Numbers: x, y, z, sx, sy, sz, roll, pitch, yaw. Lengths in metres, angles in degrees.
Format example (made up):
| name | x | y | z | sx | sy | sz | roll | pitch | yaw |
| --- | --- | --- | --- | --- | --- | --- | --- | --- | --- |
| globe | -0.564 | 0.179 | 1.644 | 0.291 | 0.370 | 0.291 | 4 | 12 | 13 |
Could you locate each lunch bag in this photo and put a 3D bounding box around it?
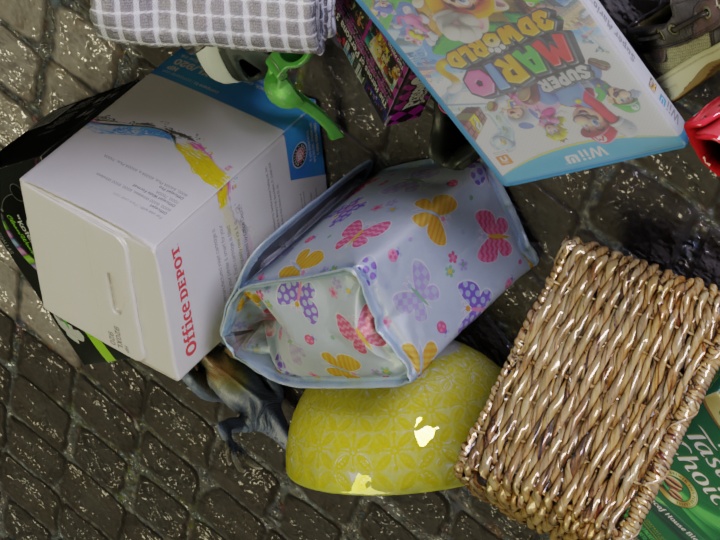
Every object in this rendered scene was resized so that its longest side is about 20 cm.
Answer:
| name | x | y | z | sx | sy | sz | roll | pitch | yaw |
| --- | --- | --- | --- | --- | --- | --- | --- | --- | --- |
| lunch bag | 0.000 | 0.000 | 1.746 | 0.200 | 0.170 | 0.127 | -7 | 118 | 52 |

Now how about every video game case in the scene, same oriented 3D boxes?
| name | x | y | z | sx | sy | sz | roll | pitch | yaw |
| --- | --- | --- | --- | --- | --- | --- | --- | --- | --- |
| video game case | 0.100 | -0.134 | 1.469 | 0.143 | 0.018 | 0.200 | -12 | 134 | 36 |
| video game case | 0.011 | -0.227 | 1.549 | 0.200 | 0.036 | 0.181 | 63 | 152 | 22 |

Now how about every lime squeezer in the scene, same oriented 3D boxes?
| name | x | y | z | sx | sy | sz | roll | pitch | yaw |
| --- | --- | --- | --- | --- | --- | --- | --- | --- | --- |
| lime squeezer | -0.035 | -0.155 | 1.710 | 0.200 | 0.071 | 0.038 | 98 | 161 | -49 |

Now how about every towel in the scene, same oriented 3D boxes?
| name | x | y | z | sx | sy | sz | roll | pitch | yaw |
| --- | --- | --- | --- | --- | --- | --- | --- | --- | --- |
| towel | -0.098 | -0.244 | 1.527 | 0.165 | 0.086 | 0.200 | 4 | 112 | 13 |

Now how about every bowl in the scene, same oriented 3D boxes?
| name | x | y | z | sx | sy | sz | roll | pitch | yaw |
| --- | --- | --- | --- | --- | --- | --- | --- | --- | --- |
| bowl | 0.035 | 0.096 | 1.819 | 0.200 | 0.200 | 0.108 | 4 | 105 | 46 |

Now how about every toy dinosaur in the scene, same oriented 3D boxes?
| name | x | y | z | sx | sy | sz | roll | pitch | yaw |
| --- | --- | --- | --- | --- | --- | --- | --- | --- | --- |
| toy dinosaur | -0.093 | 0.099 | 2.076 | 0.181 | 0.105 | 0.200 | 45 | -173 | -21 |

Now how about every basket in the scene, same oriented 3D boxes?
| name | x | y | z | sx | sy | sz | roll | pitch | yaw |
| --- | --- | --- | --- | --- | --- | --- | --- | --- | --- |
| basket | 0.185 | 0.102 | 1.618 | 0.149 | 0.200 | 0.143 | 21 | 169 | 31 |

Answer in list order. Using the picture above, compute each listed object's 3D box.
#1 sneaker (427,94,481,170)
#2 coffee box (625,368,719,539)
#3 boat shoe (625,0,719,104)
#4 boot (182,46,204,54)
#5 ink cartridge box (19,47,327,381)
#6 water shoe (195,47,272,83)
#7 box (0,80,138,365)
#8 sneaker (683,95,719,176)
| name | x | y | z | sx | sy | sz | roll | pitch | yaw |
| --- | --- | --- | --- | --- | --- | --- | --- | --- | --- |
| sneaker | 0.090 | -0.140 | 1.576 | 0.080 | 0.086 | 0.200 | 29 | 142 | 22 |
| coffee box | 0.254 | 0.145 | 1.732 | 0.123 | 0.044 | 0.200 | 51 | 147 | -7 |
| boat shoe | 0.219 | -0.166 | 1.417 | 0.065 | 0.073 | 0.200 | 44 | 148 | 0 |
| boot | -0.114 | -0.264 | 1.640 | 0.132 | 0.200 | 0.070 | 29 | -175 | -19 |
| ink cartridge box | -0.142 | -0.048 | 1.826 | 0.145 | 0.200 | 0.147 | 25 | 141 | 28 |
| water shoe | -0.097 | -0.233 | 1.721 | 0.079 | 0.072 | 0.200 | -4 | 126 | 18 |
| box | -0.214 | -0.037 | 1.988 | 0.148 | 0.124 | 0.200 | -11 | 115 | 53 |
| sneaker | 0.266 | -0.113 | 1.381 | 0.078 | 0.116 | 0.200 | 41 | 147 | 8 |
